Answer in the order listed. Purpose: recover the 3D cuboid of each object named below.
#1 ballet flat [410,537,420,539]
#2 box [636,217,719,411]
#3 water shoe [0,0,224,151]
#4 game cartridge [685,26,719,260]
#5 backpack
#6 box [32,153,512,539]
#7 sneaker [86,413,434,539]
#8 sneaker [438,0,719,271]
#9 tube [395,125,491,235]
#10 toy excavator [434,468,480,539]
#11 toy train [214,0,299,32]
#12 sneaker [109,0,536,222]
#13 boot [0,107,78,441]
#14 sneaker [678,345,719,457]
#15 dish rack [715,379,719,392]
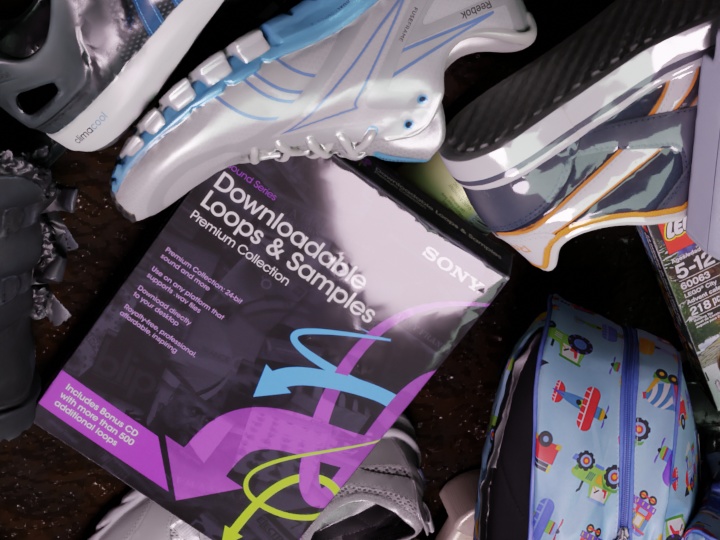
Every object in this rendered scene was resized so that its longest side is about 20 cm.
[{"bbox_3d":[-0.028,0.212,1.082,0.200,0.069,0.071,-38,149,15],"label":"ballet flat"},{"bbox_3d":[0.245,-0.030,0.993,0.199,0.038,0.137,-27,122,0],"label":"box"},{"bbox_3d":[-0.087,-0.137,0.769,0.079,0.072,0.200,26,110,-24],"label":"water shoe"},{"bbox_3d":[0.223,-0.083,0.826,0.199,0.040,0.134,-28,142,-24],"label":"game cartridge"},{"bbox_3d":[0.123,0.116,0.960,0.134,0.183,0.202,5,95,7],"label":"backpack"},{"bbox_3d":[-0.043,0.031,0.906,0.143,0.036,0.200,34,110,-9],"label":"box"},{"bbox_3d":[-0.056,0.138,0.993,0.199,0.082,0.075,-27,132,1],"label":"sneaker"},{"bbox_3d":[0.134,-0.077,0.840,0.199,0.079,0.080,-32,116,5],"label":"sneaker"},{"bbox_3d":[0.000,0.000,0.933,0.200,0.058,0.052,-42,174,18],"label":"tube"},{"bbox_3d":[0.057,0.230,1.113,0.194,0.100,0.200,-37,122,8],"label":"toy excavator"},{"bbox_3d":[0.012,-0.172,0.805,0.200,0.034,0.046,-42,133,14],"label":"toy train"},{"bbox_3d":[-0.011,-0.071,0.812,0.199,0.075,0.087,-35,91,-3],"label":"sneaker"},{"bbox_3d":[-0.217,0.010,0.833,0.197,0.073,0.163,-9,132,-24],"label":"boot"},{"bbox_3d":[0.228,0.083,1.056,0.199,0.090,0.070,-16,131,-10],"label":"sneaker"},{"bbox_3d":[0.248,0.056,0.952,0.153,0.055,0.200,-40,130,-5],"label":"dish rack"}]
